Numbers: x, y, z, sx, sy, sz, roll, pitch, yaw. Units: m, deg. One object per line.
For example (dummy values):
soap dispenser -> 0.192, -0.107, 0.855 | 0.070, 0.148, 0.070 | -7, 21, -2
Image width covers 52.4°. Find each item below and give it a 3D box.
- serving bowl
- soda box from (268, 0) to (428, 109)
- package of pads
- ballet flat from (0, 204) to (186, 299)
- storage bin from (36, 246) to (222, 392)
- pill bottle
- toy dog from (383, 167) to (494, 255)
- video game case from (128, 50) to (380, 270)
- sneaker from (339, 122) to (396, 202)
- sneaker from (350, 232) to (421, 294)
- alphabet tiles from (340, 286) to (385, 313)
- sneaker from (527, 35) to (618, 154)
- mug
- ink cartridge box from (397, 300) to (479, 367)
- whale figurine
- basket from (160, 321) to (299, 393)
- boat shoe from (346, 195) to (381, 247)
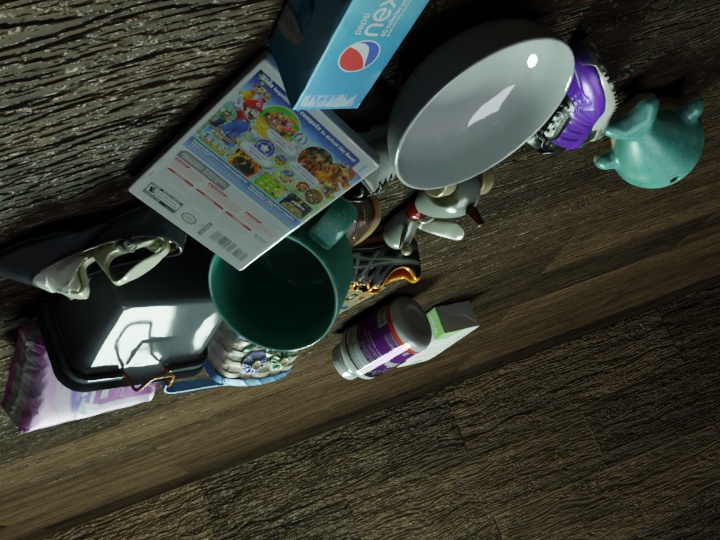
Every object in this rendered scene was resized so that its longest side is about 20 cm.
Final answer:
serving bowl -> 0.106, -0.168, 0.711 | 0.197, 0.066, 0.201 | -25, 157, -11
soda box -> 0.003, -0.201, 0.512 | 0.063, 0.069, 0.200 | -9, 158, -32
package of pads -> -0.340, 0.120, 0.922 | 0.199, 0.075, 0.122 | -4, 122, -56
ballet flat -> -0.267, -0.012, 0.734 | 0.196, 0.074, 0.073 | -19, 162, -9
storage bin -> -0.245, 0.051, 0.849 | 0.198, 0.147, 0.134 | -1, 143, -47
pill bottle -> 0.038, 0.141, 1.448 | 0.199, 0.114, 0.111 | -34, 158, 32
toy dog -> 0.105, -0.069, 0.958 | 0.129, 0.098, 0.201 | -16, 161, -15
video game case -> -0.100, -0.089, 0.673 | 0.199, 0.018, 0.143 | -33, 125, 31
sneaker -> 0.010, -0.108, 0.769 | 0.197, 0.081, 0.074 | -11, 158, -35
sneaker -> 0.000, 0.000, 1.065 | 0.196, 0.079, 0.078 | -18, 163, -9
alphabet tiles -> -0.045, 0.049, 1.265 | 0.198, 0.006, 0.166 | -30, 161, 22
sneaker -> 0.227, -0.180, 0.829 | 0.098, 0.071, 0.200 | -22, 162, 7
mug -> -0.069, -0.006, 0.829 | 0.181, 0.154, 0.115 | -9, -154, 19
ink cartridge box -> 0.165, 0.148, 1.685 | 0.116, 0.068, 0.200 | -8, 156, -38
whale figurine -> 0.392, -0.173, 0.984 | 0.158, 0.105, 0.199 | -31, 160, 27
basket -> -0.179, 0.108, 1.058 | 0.174, 0.141, 0.200 | -3, 145, -45
boat shoe -> -0.052, -0.031, 0.931 | 0.070, 0.071, 0.201 | -14, 153, -42
